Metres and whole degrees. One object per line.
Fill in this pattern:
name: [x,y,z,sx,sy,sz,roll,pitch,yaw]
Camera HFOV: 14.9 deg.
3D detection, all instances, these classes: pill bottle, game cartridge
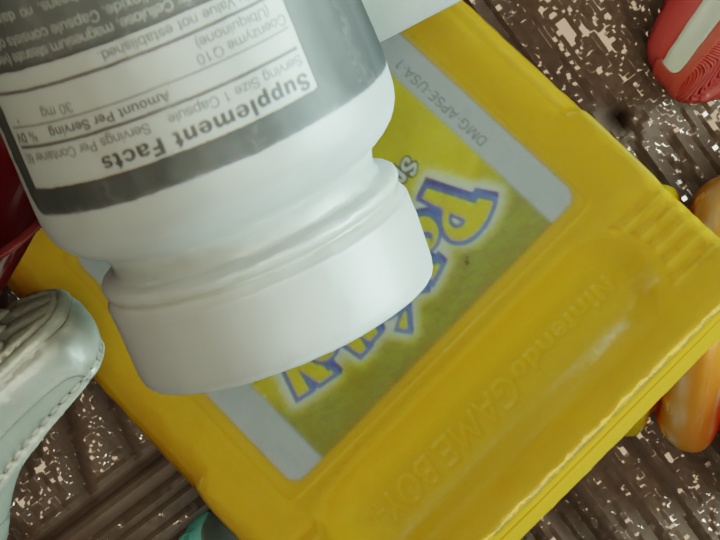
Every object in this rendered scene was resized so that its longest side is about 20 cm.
pill bottle: [-0.058,-0.073,0.796,0.113,0.113,0.200,-23,106,-4]
game cartridge: [0.000,0.000,0.897,0.176,0.032,0.200,-45,65,-1]

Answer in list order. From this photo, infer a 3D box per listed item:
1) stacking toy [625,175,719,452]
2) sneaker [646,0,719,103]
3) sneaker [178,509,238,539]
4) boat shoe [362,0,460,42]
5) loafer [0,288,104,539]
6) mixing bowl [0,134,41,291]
stacking toy: [0.078,0.010,0.934,0.199,0.116,0.110,9,89,7]
sneaker: [0.136,-0.163,0.939,0.116,0.078,0.200,42,107,23]
sneaker: [0.031,0.128,0.953,0.200,0.078,0.091,32,71,-8]
boat shoe: [-0.010,-0.107,0.869,0.200,0.074,0.065,-28,111,6]
loafer: [-0.145,0.089,0.911,0.070,0.070,0.200,38,110,-15]
mixing bowl: [-0.199,-0.009,0.860,0.200,0.200,0.109,12,122,-8]
